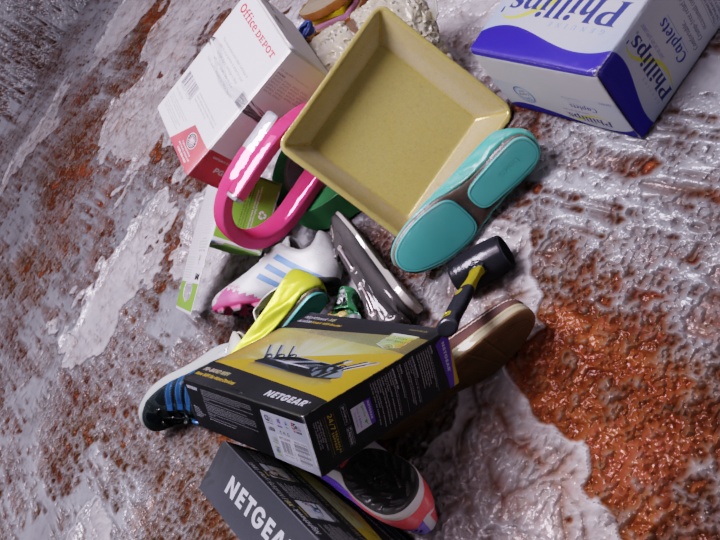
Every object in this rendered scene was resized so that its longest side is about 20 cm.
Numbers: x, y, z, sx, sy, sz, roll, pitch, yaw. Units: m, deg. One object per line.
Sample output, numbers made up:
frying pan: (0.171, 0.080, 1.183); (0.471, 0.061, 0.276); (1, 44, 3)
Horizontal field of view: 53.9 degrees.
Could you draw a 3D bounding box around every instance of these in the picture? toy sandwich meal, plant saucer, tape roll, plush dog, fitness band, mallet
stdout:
toy sandwich meal: (-0.025, -0.471, 1.164); (0.204, 0.070, 0.206); (-25, 48, 31)
plant saucer: (0.040, -0.163, 0.824); (0.201, 0.199, 0.048); (-54, 8, 0)
tape roll: (-0.037, -0.154, 0.976); (0.200, 0.048, 0.202); (-25, 49, 31)
plush dog: (0.009, -0.282, 0.904); (0.171, 0.161, 0.200); (-28, 43, -1)
fitness band: (-0.096, -0.115, 0.862); (0.037, 0.144, 0.201); (37, 93, 27)
mallet: (0.091, 0.021, 0.653); (0.066, 0.041, 0.200); (-31, 5, 31)

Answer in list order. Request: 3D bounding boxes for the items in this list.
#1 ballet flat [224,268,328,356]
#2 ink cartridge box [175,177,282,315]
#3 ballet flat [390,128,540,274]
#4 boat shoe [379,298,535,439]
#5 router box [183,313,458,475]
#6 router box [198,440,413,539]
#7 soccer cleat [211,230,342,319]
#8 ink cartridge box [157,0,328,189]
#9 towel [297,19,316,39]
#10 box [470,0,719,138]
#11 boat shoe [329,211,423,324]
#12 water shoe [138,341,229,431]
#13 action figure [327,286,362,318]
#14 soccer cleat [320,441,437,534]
ballet flat: (-0.117, 0.081, 0.839); (0.067, 0.067, 0.200); (42, 97, 31)
ink cartridge box: (-0.190, -0.032, 0.994); (0.148, 0.075, 0.201); (4, 78, 67)
ballet flat: (0.112, -0.076, 0.773); (0.200, 0.067, 0.070); (-44, 17, 13)
boat shoe: (0.074, 0.082, 0.680); (0.200, 0.072, 0.072); (-44, 52, 23)
router box: (-0.040, 0.097, 0.627); (0.157, 0.053, 0.199); (-26, 17, -36)
router box: (-0.028, 0.231, 0.614); (0.200, 0.157, 0.052); (25, 86, 51)
soccer cleat: (-0.109, 0.007, 0.916); (0.199, 0.070, 0.087); (-16, 69, 28)
ink cartridge box: (-0.147, -0.219, 0.881); (0.200, 0.083, 0.147); (-44, 53, 19)
towel: (-0.102, -0.269, 1.037); (0.145, 0.024, 0.200); (-59, -4, -2)
box: (0.248, -0.262, 0.722); (0.201, 0.105, 0.184); (-56, 39, 0)
boat shoe: (0.000, 0.000, 0.818); (0.057, 0.067, 0.200); (-42, 44, 5)
water shoe: (-0.213, 0.168, 0.912); (0.200, 0.071, 0.079); (-37, 48, 21)
action figure: (-0.043, 0.109, 0.801); (0.118, 0.055, 0.201); (-5, 57, 46)
soccer cleat: (-0.008, 0.185, 0.678); (0.199, 0.073, 0.068); (22, 64, 46)
